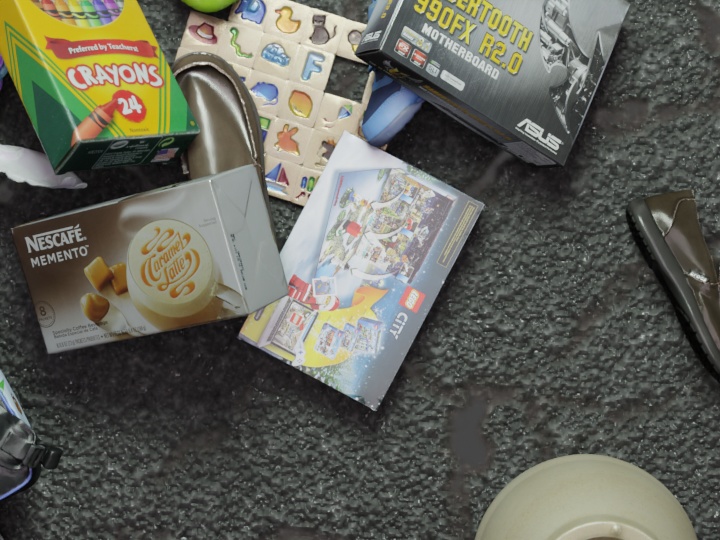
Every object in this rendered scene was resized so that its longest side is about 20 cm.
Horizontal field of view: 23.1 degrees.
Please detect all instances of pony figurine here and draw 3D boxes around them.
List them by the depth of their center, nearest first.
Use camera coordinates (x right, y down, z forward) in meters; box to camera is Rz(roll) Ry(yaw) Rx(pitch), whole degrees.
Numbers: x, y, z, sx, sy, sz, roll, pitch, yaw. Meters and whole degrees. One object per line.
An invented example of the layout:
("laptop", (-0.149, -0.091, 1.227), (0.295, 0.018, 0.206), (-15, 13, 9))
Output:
("pony figurine", (-0.343, -0.096, 1.453), (0.166, 0.193, 0.200), (31, 100, -43))

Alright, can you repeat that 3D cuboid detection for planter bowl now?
("planter bowl", (0.194, 0.257, 1.456), (0.199, 0.135, 0.201), (0, 88, 1))

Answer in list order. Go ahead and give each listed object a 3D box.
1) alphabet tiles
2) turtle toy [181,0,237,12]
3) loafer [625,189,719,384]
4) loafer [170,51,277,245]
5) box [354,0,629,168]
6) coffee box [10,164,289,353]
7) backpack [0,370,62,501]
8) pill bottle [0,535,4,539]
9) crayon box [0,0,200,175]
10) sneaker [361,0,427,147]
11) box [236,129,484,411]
("alphabet tiles", (-0.068, -0.149, 1.529), (0.199, 0.008, 0.168), (17, 90, 1))
("turtle toy", (-0.129, -0.320, 1.484), (0.145, 0.101, 0.201), (1, 90, 0))
("loafer", (0.299, 0.018, 1.487), (0.071, 0.073, 0.201), (-28, 89, 2))
("loafer", (-0.113, -0.089, 1.488), (0.073, 0.071, 0.201), (-17, 94, 4))
("box", (0.112, -0.199, 1.452), (0.200, 0.048, 0.159), (30, 77, -26))
("coffee box", (-0.173, -0.008, 1.446), (0.199, 0.080, 0.115), (-11, 98, 26))
("backpack", (-0.371, 0.120, 1.457), (0.199, 0.154, 0.191), (-24, 92, -11))
("pill bottle", (-0.387, 0.290, 1.473), (0.199, 0.112, 0.113), (-25, 89, 0))
("crayon box", (-0.230, -0.179, 1.449), (0.051, 0.127, 0.200), (-43, 67, 40))
("sneaker", (0.036, -0.200, 1.485), (0.082, 0.074, 0.201), (25, 77, -16))
("box", (0.000, 0.000, 1.505), (0.136, 0.038, 0.201), (28, 92, -1))
